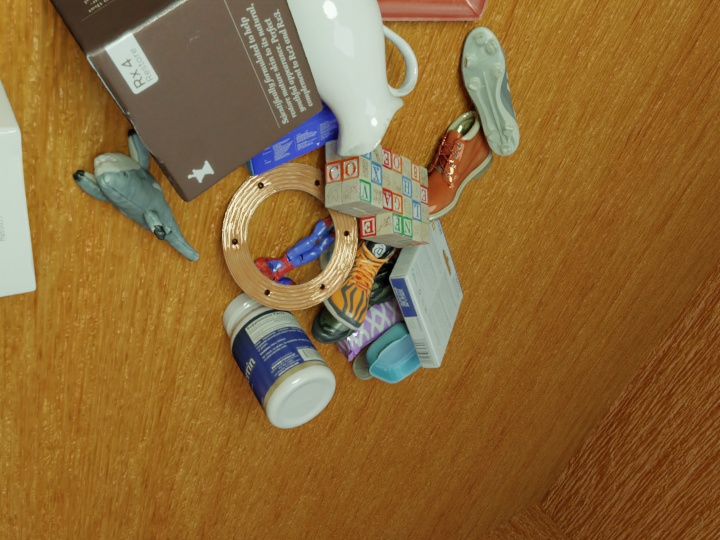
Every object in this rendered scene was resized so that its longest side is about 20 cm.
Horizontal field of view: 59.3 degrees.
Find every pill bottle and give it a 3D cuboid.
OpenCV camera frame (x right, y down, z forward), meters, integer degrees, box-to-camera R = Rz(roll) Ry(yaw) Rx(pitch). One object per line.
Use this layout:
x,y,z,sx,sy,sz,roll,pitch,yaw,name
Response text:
-0.130,0.128,0.965,0.114,0.201,0.118,-23,140,-22,pill bottle

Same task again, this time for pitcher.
-0.009,-0.265,0.736,0.172,0.119,0.203,-51,128,-31,pitcher

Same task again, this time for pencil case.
0.039,0.090,1.189,0.197,0.086,0.085,-27,155,-19,pencil case

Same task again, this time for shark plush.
-0.258,-0.064,0.746,0.090,0.084,0.202,-31,143,-15,shark plush

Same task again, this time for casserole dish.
0.073,0.153,1.191,0.121,0.039,0.200,-42,153,5,casserole dish

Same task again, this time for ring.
-0.097,-0.046,0.888,0.195,0.019,0.207,-2,96,-20,ring

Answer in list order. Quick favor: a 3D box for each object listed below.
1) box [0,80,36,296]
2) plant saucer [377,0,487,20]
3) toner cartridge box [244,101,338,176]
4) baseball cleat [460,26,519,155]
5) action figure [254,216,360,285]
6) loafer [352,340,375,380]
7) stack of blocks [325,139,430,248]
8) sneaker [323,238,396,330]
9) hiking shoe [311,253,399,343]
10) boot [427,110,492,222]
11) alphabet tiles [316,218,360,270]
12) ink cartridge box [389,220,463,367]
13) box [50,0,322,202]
-0.350,-0.094,0.526,0.104,0.201,0.155,-12,135,-32,box
0.101,-0.415,0.775,0.196,0.037,0.204,-15,135,-33,plant saucer
-0.069,-0.208,0.817,0.197,0.043,0.096,-28,141,-20,toner cartridge box
0.200,-0.282,0.988,0.068,0.107,0.204,-11,119,14,baseball cleat
-0.085,-0.005,0.951,0.197,0.100,0.066,-29,143,2,action figure
0.067,0.148,1.303,0.199,0.072,0.063,-41,163,8,loafer
0.029,-0.105,0.898,0.198,0.057,0.119,11,75,-57,stack of blocks
0.000,0.000,0.965,0.077,0.201,0.113,34,112,-17,sneaker
-0.010,0.042,1.100,0.199,0.075,0.102,-39,154,-23,hiking shoe
0.137,-0.169,1.025,0.201,0.074,0.108,-48,145,-20,boot
0.013,-0.075,1.055,0.197,0.015,0.198,-27,144,-21,alphabet tiles
0.122,0.031,1.132,0.200,0.042,0.202,67,31,-29,ink cartridge box
-0.166,-0.214,0.583,0.163,0.201,0.167,-35,145,-10,box
